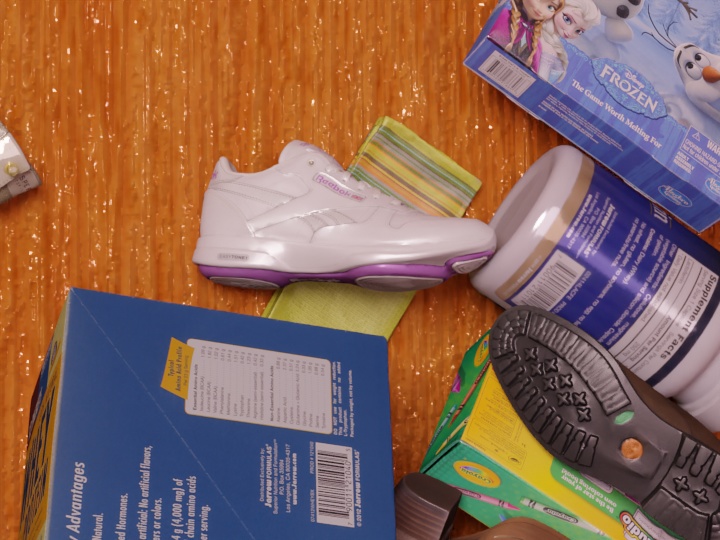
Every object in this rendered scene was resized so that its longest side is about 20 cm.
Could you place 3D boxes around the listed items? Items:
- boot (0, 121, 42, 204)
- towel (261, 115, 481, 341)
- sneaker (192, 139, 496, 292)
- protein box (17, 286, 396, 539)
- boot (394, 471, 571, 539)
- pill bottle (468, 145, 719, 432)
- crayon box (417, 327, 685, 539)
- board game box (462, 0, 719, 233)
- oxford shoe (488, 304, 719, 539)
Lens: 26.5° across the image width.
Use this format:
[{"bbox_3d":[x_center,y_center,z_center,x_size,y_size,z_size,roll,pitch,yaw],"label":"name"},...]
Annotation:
[{"bbox_3d":[-0.269,-0.019,0.964,0.154,0.072,0.201,-26,92,-14],"label":"boot"},{"bbox_3d":[0.000,0.000,1.042,0.086,0.018,0.201,31,82,-7],"label":"towel"},{"bbox_3d":[-0.011,-0.038,0.990,0.198,0.075,0.100,2,78,9],"label":"sneaker"},{"bbox_3d":[-0.094,0.140,0.907,0.198,0.135,0.200,9,54,-16],"label":"protein box"},{"bbox_3d":[0.071,0.224,0.975,0.199,0.070,0.147,31,121,23],"label":"boot"},{"bbox_3d":[0.182,0.016,1.028,0.199,0.116,0.116,35,82,-8],"label":"pill bottle"},{"bbox_3d":[0.147,0.136,1.014,0.199,0.058,0.119,34,45,-7],"label":"crayon box"},{"bbox_3d":[0.196,-0.162,1.044,0.199,0.043,0.200,34,61,-8],"label":"board game box"},{"bbox_3d":[0.164,0.097,0.977,0.200,0.084,0.073,42,103,12],"label":"oxford shoe"}]
